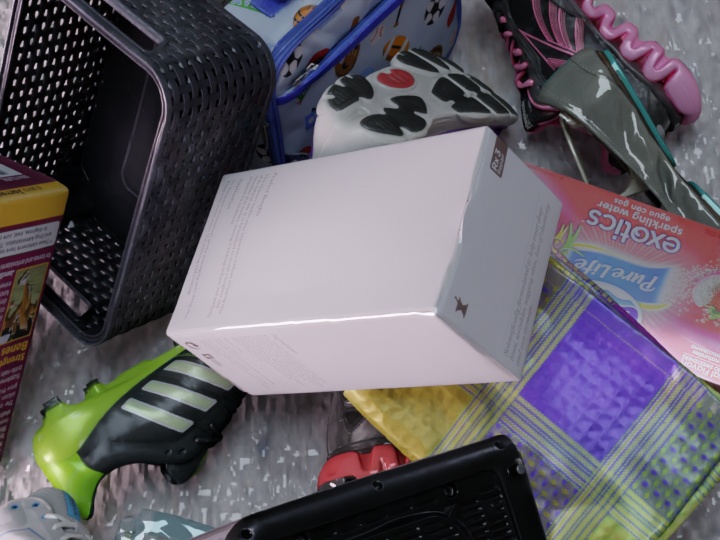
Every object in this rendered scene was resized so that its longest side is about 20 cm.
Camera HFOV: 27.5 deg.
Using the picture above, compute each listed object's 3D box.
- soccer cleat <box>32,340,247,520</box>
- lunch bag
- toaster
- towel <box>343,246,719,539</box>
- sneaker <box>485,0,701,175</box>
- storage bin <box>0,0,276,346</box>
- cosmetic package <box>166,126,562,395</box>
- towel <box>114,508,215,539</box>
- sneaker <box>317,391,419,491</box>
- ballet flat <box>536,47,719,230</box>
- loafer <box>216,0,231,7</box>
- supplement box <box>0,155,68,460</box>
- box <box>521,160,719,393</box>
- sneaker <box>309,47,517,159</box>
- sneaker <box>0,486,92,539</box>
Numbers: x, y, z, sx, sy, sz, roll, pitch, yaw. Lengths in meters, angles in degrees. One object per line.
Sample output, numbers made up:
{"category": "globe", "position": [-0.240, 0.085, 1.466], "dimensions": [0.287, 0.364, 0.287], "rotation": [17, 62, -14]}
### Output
{"category": "soccer cleat", "position": [-0.103, 0.080, 0.902], "dimensions": [0.199, 0.068, 0.082], "rotation": [-28, 86, -15]}
{"category": "lunch bag", "position": [-0.015, -0.151, 0.953], "dimensions": [0.075, 0.161, 0.200], "rotation": [35, 66, 21]}
{"category": "toaster", "position": [0.005, 0.197, 0.725], "dimensions": [0.198, 0.118, 0.183], "rotation": [-13, 81, -31]}
{"category": "towel", "position": [0.097, 0.073, 0.808], "dimensions": [0.200, 0.023, 0.144], "rotation": [42, 89, 17]}
{"category": "sneaker", "position": [0.128, -0.142, 0.980], "dimensions": [0.200, 0.079, 0.096], "rotation": [42, 88, 12]}
{"category": "storage bin", "position": [-0.147, -0.074, 0.896], "dimensions": [0.135, 0.201, 0.093], "rotation": [39, 39, 23]}
{"category": "cosmetic package", "position": [0.000, 0.000, 0.800], "dimensions": [0.198, 0.081, 0.114], "rotation": [-3, 58, 41]}
{"category": "towel", "position": [-0.071, 0.237, 0.819], "dimensions": [0.198, 0.048, 0.173], "rotation": [14, 67, 13]}
{"category": "sneaker", "position": [0.070, 0.088, 0.868], "dimensions": [0.198, 0.071, 0.099], "rotation": [-8, 63, 3]}
{"category": "ballet flat", "position": [0.183, -0.046, 0.920], "dimensions": [0.063, 0.067, 0.201], "rotation": [-37, 87, 6]}
{"category": "loafer", "position": [-0.082, -0.214, 1.059], "dimensions": [0.197, 0.072, 0.063], "rotation": [2, 42, -1]}
{"category": "supplement box", "position": [-0.264, 0.032, 0.847], "dimensions": [0.102, 0.131, 0.202], "rotation": [22, 105, 17]}
{"category": "box", "position": [0.151, 0.021, 0.879], "dimensions": [0.198, 0.103, 0.095], "rotation": [21, 65, 15]}
{"category": "sneaker", "position": [0.025, -0.085, 0.936], "dimensions": [0.080, 0.084, 0.199], "rotation": [40, 34, 21]}
{"category": "sneaker", "position": [-0.172, 0.161, 0.814], "dimensions": [0.198, 0.075, 0.087], "rotation": [-3, 53, 40]}
